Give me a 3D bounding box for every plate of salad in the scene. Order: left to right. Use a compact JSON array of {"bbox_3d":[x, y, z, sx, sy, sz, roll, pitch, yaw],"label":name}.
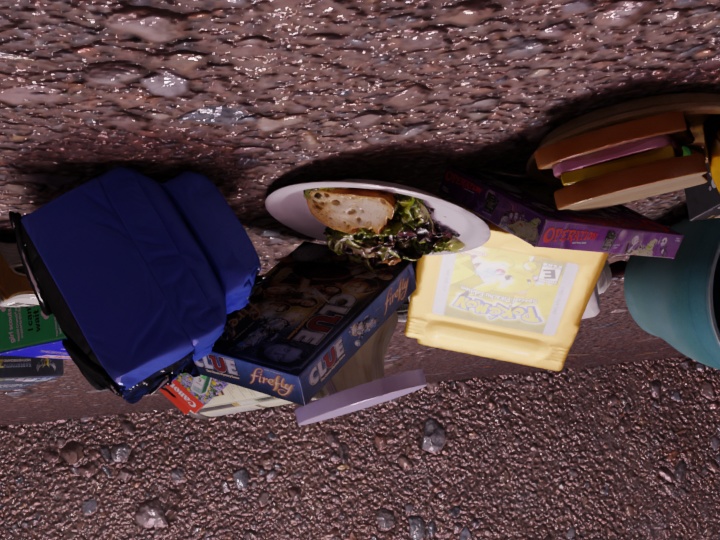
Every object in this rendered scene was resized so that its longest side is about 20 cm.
[{"bbox_3d":[0.014,-0.033,0.853,0.199,0.048,0.200,7,166,2],"label":"plate of salad"}]

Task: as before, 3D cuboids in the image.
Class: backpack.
[{"bbox_3d":[-0.173,0.018,0.800,0.167,0.163,0.200,-24,173,-19],"label":"backpack"}]

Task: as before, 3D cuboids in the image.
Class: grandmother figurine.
[{"bbox_3d":[0.278,0.006,1.206,0.121,0.061,0.200,-18,178,9],"label":"grandmother figurine"}]

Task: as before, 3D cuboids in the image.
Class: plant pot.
[{"bbox_3d":[0.405,0.019,1.100,0.199,0.202,0.188,-2,-178,-23],"label":"plant pot"}]

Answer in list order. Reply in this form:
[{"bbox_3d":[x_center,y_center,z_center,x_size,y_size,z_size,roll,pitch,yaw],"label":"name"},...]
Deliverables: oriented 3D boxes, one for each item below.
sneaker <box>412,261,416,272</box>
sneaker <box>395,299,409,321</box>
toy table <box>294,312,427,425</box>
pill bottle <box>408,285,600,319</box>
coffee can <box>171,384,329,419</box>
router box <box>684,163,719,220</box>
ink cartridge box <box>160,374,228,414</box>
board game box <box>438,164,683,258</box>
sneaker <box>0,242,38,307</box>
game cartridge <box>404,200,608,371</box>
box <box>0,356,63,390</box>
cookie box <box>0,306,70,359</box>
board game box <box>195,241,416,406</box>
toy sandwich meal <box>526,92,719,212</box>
[{"bbox_3d":[0.000,0.000,1.098,0.199,0.071,0.093,-19,-174,31],"label":"sneaker"},{"bbox_3d":[0.131,0.023,1.258,0.199,0.079,0.099,-4,179,36],"label":"sneaker"},{"bbox_3d":[-0.015,0.110,1.194,0.199,0.118,0.183,-22,168,34],"label":"toy table"},{"bbox_3d":[0.156,0.013,1.082,0.199,0.113,0.112,-12,168,16],"label":"pill bottle"},{"bbox_3d":[-0.147,0.120,1.352,0.199,0.147,0.146,-13,167,30],"label":"coffee can"},{"bbox_3d":[0.397,-0.096,0.840,0.156,0.053,0.200,-4,168,-11],"label":"router box"},{"bbox_3d":[-0.225,0.122,1.263,0.200,0.109,0.050,-41,-172,37],"label":"ink cartridge box"},{"bbox_3d":[0.177,-0.049,0.846,0.199,0.032,0.120,3,-152,-42],"label":"board game box"},{"bbox_3d":[-0.336,0.007,0.867,0.199,0.076,0.087,7,165,-44],"label":"sneaker"},{"bbox_3d":[0.140,0.021,0.980,0.175,0.033,0.201,10,138,4],"label":"game cartridge"},{"bbox_3d":[-0.587,0.156,1.513,0.199,0.051,0.157,4,166,-44],"label":"box"},{"bbox_3d":[-0.280,0.050,1.106,0.199,0.076,0.171,-13,168,22],"label":"cookie box"},{"bbox_3d":[-0.053,0.043,0.934,0.135,0.035,0.200,11,-144,31],"label":"board game box"},{"bbox_3d":[0.225,-0.080,0.774,0.204,0.071,0.205,-6,169,-1],"label":"toy sandwich meal"}]
